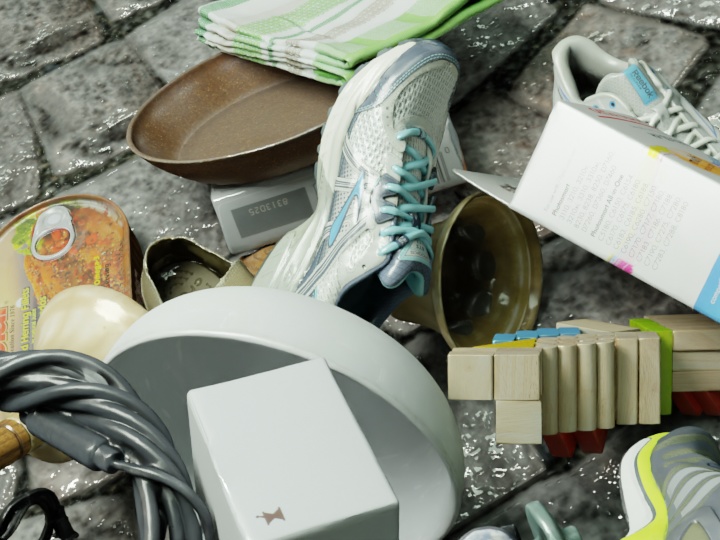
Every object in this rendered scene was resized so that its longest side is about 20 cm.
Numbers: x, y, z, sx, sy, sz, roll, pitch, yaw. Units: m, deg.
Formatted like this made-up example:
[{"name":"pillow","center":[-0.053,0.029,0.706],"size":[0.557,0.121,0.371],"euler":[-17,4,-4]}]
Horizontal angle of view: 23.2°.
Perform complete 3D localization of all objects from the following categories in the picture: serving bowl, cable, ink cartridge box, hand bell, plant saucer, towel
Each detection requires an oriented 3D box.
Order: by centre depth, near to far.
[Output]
[{"name":"cable","center":[-0.163,0.114,0.821],"size":[0.200,0.051,0.164],"euler":[-5,65,12]},{"name":"serving bowl","center":[-0.036,0.072,0.915],"size":[0.200,0.200,0.066],"euler":[3,50,24]},{"name":"hand bell","center":[-0.190,0.094,0.937],"size":[0.104,0.104,0.200],"euler":[7,26,27]},{"name":"ink cartridge box","center":[0.164,-0.036,0.964],"size":[0.200,0.115,0.068],"euler":[31,104,26]},{"name":"hand bell","center":[0.000,0.000,1.066],"size":[0.200,0.104,0.104],"euler":[4,49,40]},{"name":"plant saucer","center":[-0.052,-0.107,1.140],"size":[0.200,0.037,0.201],"euler":[-17,27,9]},{"name":"towel","center":[-0.007,-0.180,1.172],"size":[0.149,0.031,0.200],"euler":[-33,29,-22]},{"name":"ink cartridge box","center":[-0.019,-0.092,1.183],"size":[0.162,0.050,0.200],"euler":[-17,24,5]}]

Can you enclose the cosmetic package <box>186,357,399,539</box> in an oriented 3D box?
[{"name":"cosmetic package","center":[-0.031,0.151,0.833],"size":[0.071,0.200,0.102],"euler":[-14,44,-15]}]

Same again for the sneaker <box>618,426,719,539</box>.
[{"name":"sneaker","center":[0.171,0.123,0.831],"size":[0.081,0.074,0.200],"euler":[-24,12,16]}]

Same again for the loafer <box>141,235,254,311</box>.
[{"name":"loafer","center":[-0.075,0.040,1.055],"size":[0.076,0.067,0.200],"euler":[-46,47,-17]}]

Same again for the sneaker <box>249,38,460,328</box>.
[{"name":"sneaker","center":[0.016,-0.027,0.963],"size":[0.086,0.078,0.200],"euler":[32,102,44]}]

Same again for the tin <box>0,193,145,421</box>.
[{"name":"tin","center":[-0.194,0.033,1.132],"size":[0.112,0.042,0.200],"euler":[-14,46,5]}]

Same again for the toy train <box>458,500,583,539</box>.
[{"name":"toy train","center":[0.078,0.184,0.777],"size":[0.085,0.200,0.114],"euler":[-23,59,-4]}]

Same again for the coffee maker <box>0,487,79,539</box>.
[{"name":"coffee maker","center":[-0.165,0.203,0.893],"size":[0.200,0.135,0.192],"euler":[20,58,34]}]

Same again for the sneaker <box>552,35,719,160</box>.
[{"name":"sneaker","center":[0.177,-0.078,1.054],"size":[0.075,0.087,0.200],"euler":[-37,47,-16]}]

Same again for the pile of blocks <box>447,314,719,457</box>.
[{"name":"pile of blocks","center":[0.124,0.063,0.933],"size":[0.200,0.062,0.082],"euler":[-5,8,-30]}]
